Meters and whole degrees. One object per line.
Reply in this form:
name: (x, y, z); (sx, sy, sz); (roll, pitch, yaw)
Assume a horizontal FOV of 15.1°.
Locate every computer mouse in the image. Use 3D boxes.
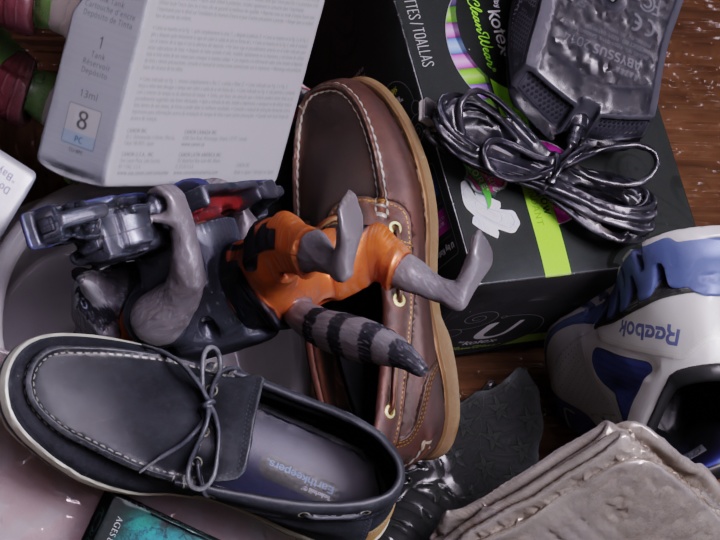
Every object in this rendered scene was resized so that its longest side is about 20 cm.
computer mouse: (0.110, -0.122, 1.409); (0.138, 0.053, 0.201); (25, 71, -19)

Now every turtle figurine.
turtle figurine: (-0.219, -0.116, 1.315); (0.193, 0.200, 0.145); (26, 99, 18)

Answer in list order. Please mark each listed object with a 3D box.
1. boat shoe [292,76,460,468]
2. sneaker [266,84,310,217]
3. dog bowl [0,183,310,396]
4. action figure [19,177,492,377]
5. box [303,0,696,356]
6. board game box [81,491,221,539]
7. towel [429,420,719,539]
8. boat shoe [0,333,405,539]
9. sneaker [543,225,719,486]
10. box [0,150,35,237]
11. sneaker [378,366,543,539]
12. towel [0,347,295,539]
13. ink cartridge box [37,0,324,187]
boat shoe: (0.000, 0.000, 1.350); (0.070, 0.070, 0.201); (-3, 77, -48)
sneaker: (-0.062, -0.093, 1.436); (0.074, 0.087, 0.200); (-39, 101, 5)
dog bowl: (-0.114, 0.044, 1.359); (0.199, 0.059, 0.201); (11, 65, -24)
action figure: (-0.065, 0.007, 1.243); (0.199, 0.192, 0.105); (-8, 90, -55)
box: (0.071, -0.068, 1.466); (0.148, 0.124, 0.201); (-7, 71, -29)
board game box: (-0.100, 0.220, 1.257); (0.135, 0.028, 0.201); (26, 88, -16)
towel: (0.139, 0.157, 1.371); (0.200, 0.132, 0.035); (44, 26, -33)
boat shoe: (-0.069, 0.073, 1.233); (0.199, 0.062, 0.075); (21, 62, -15)
sneaker: (0.152, 0.068, 1.406); (0.080, 0.200, 0.116); (1, 66, -13)
box: (-0.278, -0.005, 1.233); (0.183, 0.105, 0.201); (32, 81, -11)
sneaker: (0.023, 0.118, 1.403); (0.199, 0.060, 0.105); (-13, 75, -35)
towel: (-0.140, 0.152, 1.271); (0.190, 0.032, 0.201); (23, 89, -16)
ink cartridge box: (-0.073, -0.140, 1.302); (0.160, 0.047, 0.201); (-4, 110, -61)
